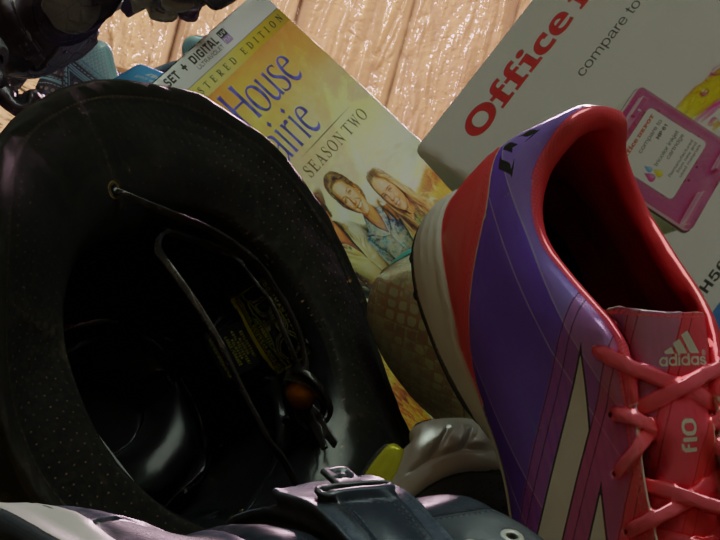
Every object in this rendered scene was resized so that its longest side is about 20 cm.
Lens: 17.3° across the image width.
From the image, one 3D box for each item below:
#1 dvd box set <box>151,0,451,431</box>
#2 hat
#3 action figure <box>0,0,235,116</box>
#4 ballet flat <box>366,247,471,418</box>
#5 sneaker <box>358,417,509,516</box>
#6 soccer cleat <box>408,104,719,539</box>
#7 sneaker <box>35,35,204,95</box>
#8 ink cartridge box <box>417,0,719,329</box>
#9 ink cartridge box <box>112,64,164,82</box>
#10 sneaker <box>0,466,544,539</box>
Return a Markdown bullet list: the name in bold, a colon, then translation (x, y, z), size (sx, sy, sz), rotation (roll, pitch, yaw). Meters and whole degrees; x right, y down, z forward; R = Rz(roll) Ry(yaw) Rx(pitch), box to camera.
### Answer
- **dvd box set**: translation (0.000, 0.000, 0.852), size (0.200, 0.029, 0.146), rotation (43, 36, -2)
- **hat**: translation (-0.069, 0.037, 0.718), size (0.081, 0.201, 0.200), rotation (-26, -16, 29)
- **action figure**: translation (-0.106, -0.108, 0.938), size (0.069, 0.130, 0.200), rotation (50, -36, -9)
- **ballet flat**: translation (0.085, 0.061, 0.782), size (0.200, 0.067, 0.062), rotation (39, 10, -26)
- **sneaker**: translation (0.088, 0.105, 0.712), size (0.200, 0.075, 0.085), rotation (11, 27, -30)
- **soccer cleat**: translation (0.074, 0.051, 0.627), size (0.068, 0.200, 0.073), rotation (-3, -29, -34)
- **sneaker**: translation (-0.056, -0.056, 1.066), size (0.200, 0.087, 0.078), rotation (11, 9, -31)
- **ink cartridge box**: translation (0.135, -0.038, 0.797), size (0.085, 0.145, 0.200), rotation (39, 0, -44)
- **ink cartridge box**: translation (-0.093, 0.002, 0.880), size (0.115, 0.068, 0.200), rotation (23, 33, 20)
- **sneaker**: translation (0.005, 0.095, 0.508), size (0.146, 0.077, 0.202), rotation (8, 9, -31)
